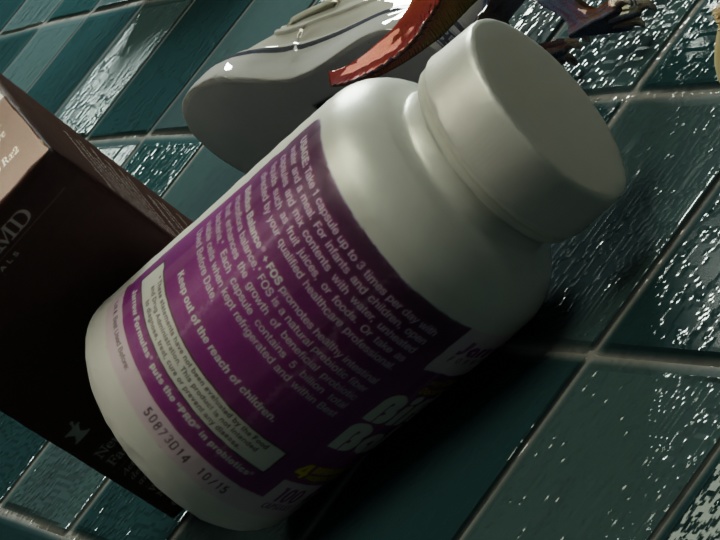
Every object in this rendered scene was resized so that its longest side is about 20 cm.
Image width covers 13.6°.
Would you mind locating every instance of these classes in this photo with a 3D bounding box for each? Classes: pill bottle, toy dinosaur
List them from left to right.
[{"bbox_3d":[0.000,0.000,1.123,0.200,0.112,0.112,-40,19,25],"label":"pill bottle"},{"bbox_3d":[0.074,-0.181,1.254,0.105,0.199,0.183,-37,63,61],"label":"toy dinosaur"}]

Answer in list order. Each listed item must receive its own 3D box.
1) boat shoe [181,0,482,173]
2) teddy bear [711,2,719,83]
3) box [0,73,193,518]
[{"bbox_3d":[-0.008,-0.097,1.416,0.200,0.072,0.066,-22,27,53],"label":"boat shoe"},{"bbox_3d":[0.193,-0.126,1.031,0.200,0.067,0.145,-49,7,19],"label":"teddy bear"},{"bbox_3d":[-0.113,0.011,1.219,0.100,0.200,0.075,-47,47,5],"label":"box"}]
